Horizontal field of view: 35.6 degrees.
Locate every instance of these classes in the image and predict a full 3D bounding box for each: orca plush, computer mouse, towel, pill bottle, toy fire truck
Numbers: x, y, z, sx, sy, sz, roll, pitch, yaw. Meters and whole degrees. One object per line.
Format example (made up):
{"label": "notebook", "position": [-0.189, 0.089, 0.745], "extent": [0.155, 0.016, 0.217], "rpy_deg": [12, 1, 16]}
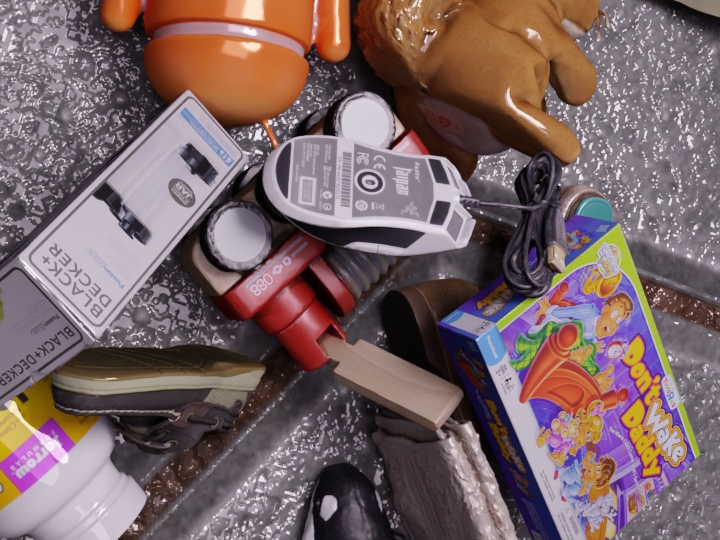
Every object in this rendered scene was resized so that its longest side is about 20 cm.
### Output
{"label": "orca plush", "position": [-0.006, 0.244, 0.796], "extent": [0.104, 0.071, 0.203], "rpy_deg": [14, 84, -18]}
{"label": "computer mouse", "position": [0.034, -0.040, 0.712], "extent": [0.197, 0.044, 0.111], "rpy_deg": [9, 55, -8]}
{"label": "towel", "position": [0.073, 0.192, 0.793], "extent": [0.034, 0.132, 0.202], "rpy_deg": [-26, 96, -22]}
{"label": "pill bottle", "position": [-0.226, 0.094, 0.706], "extent": [0.104, 0.104, 0.201], "rpy_deg": [-42, 102, -15]}
{"label": "toy fire truck", "position": [0.000, 0.000, 0.774], "extent": [0.176, 0.128, 0.201], "rpy_deg": [-42, 103, -16]}

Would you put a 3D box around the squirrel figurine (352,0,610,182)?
{"label": "squirrel figurine", "position": [0.093, -0.191, 0.811], "extent": [0.199, 0.141, 0.188], "rpy_deg": [38, 71, -17]}

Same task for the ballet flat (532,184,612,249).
{"label": "ballet flat", "position": [0.130, 0.036, 0.814], "extent": [0.068, 0.067, 0.202], "rpy_deg": [17, 90, -37]}

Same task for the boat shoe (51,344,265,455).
{"label": "boat shoe", "position": [-0.123, 0.085, 0.711], "extent": [0.071, 0.200, 0.067], "rpy_deg": [12, 92, 22]}

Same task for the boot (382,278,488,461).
{"label": "boot", "position": [0.081, 0.104, 0.835], "extent": [0.075, 0.073, 0.203], "rpy_deg": [-14, 91, -29]}

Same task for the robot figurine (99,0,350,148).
{"label": "robot figurine", "position": [-0.088, -0.186, 0.756], "extent": [0.143, 0.116, 0.203], "rpy_deg": [8, 85, -52]}

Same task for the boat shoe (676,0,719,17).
{"label": "boat shoe", "position": [0.249, -0.266, 0.906], "extent": [0.199, 0.074, 0.064], "rpy_deg": [20, 46, -8]}

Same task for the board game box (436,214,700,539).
{"label": "board game box", "position": [0.148, 0.084, 0.767], "extent": [0.134, 0.045, 0.201], "rpy_deg": [-36, 116, -21]}

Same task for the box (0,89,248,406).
{"label": "box", "position": [-0.160, -0.017, 0.675], "extent": [0.060, 0.116, 0.201], "rpy_deg": [48, 39, -15]}
